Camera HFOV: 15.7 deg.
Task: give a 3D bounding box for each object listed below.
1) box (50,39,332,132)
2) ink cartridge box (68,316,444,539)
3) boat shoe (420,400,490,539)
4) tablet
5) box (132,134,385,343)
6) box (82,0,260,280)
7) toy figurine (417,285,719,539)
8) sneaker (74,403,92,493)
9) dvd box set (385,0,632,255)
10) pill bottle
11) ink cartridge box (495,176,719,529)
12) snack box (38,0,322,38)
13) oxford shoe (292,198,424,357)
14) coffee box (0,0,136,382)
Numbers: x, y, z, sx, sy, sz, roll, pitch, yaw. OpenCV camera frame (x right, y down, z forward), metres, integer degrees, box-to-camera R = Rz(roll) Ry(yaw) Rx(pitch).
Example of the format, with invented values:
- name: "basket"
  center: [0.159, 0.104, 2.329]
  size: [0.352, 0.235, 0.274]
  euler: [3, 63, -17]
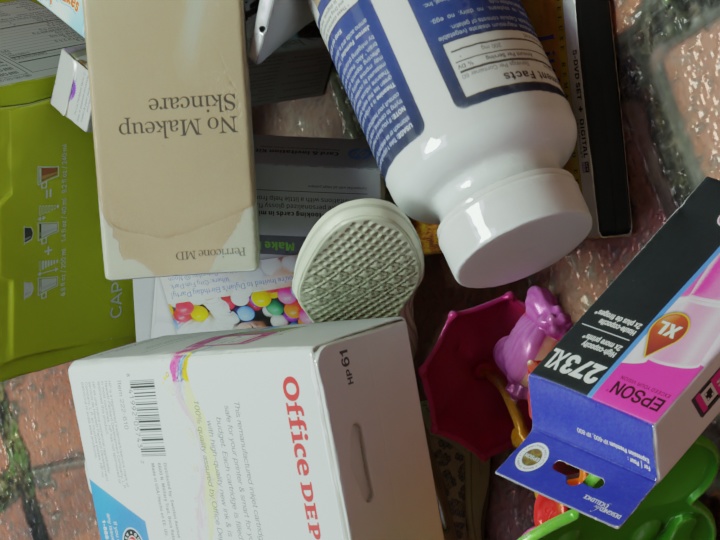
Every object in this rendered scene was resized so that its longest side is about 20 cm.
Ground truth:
- name: "box"
  center: [-0.101, -0.122, 1.623]
  size: [0.039, 0.200, 0.042]
  euler: [39, 125, 33]
- name: "ink cartridge box"
  center: [-0.058, 0.109, 1.479]
  size: [0.200, 0.085, 0.145]
  euler: [-5, 98, 43]
- name: "boat shoe"
  center: [0.040, 0.177, 1.600]
  size: [0.073, 0.063, 0.201]
  euler: [3, 98, 51]
- name: "tablet"
  center: [-0.012, -0.205, 1.522]
  size: [0.014, 0.200, 0.130]
  euler: [21, 117, 13]
- name: "box"
  center: [-0.062, 0.013, 1.609]
  size: [0.041, 0.155, 0.200]
  euler: [-78, -10, -58]
- name: "box"
  center: [-0.108, -0.101, 1.492]
  size: [0.078, 0.095, 0.201]
  euler: [-104, 9, -76]
- name: "toy figurine"
  center: [0.102, 0.084, 1.454]
  size: [0.200, 0.150, 0.184]
  euler: [113, 143, -45]
- name: "sneaker"
  center: [-0.082, 0.086, 1.594]
  size: [0.200, 0.075, 0.081]
  euler: [-11, 110, 13]
- name: "dvd box set"
  center: [0.076, -0.084, 1.543]
  size: [0.200, 0.029, 0.147]
  euler: [-4, 92, 52]
- name: "pill bottle"
  center: [0.053, -0.096, 1.452]
  size: [0.111, 0.111, 0.200]
  euler: [-45, 60, 45]
- name: "ink cartridge box"
  center: [0.157, 0.039, 1.347]
  size: [0.095, 0.200, 0.037]
  euler: [21, 154, 48]
- name: "snack box"
  center: [-0.107, -0.179, 1.616]
  size: [0.116, 0.200, 0.037]
  euler: [38, 123, 48]
- name: "oxford shoe"
  center: [0.000, 0.000, 1.490]
  size: [0.200, 0.075, 0.058]
  euler: [80, -174, -67]
- name: "coffee box"
  center: [-0.265, -0.053, 1.671]
  size: [0.198, 0.200, 0.200]
  euler: [26, 122, 44]
